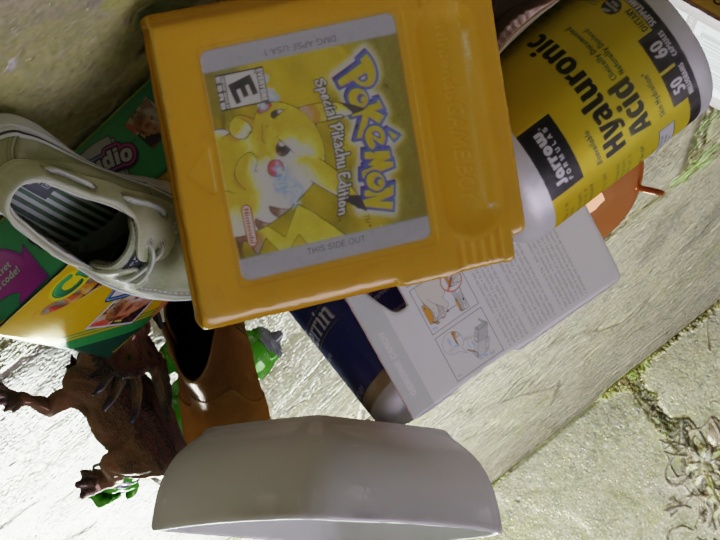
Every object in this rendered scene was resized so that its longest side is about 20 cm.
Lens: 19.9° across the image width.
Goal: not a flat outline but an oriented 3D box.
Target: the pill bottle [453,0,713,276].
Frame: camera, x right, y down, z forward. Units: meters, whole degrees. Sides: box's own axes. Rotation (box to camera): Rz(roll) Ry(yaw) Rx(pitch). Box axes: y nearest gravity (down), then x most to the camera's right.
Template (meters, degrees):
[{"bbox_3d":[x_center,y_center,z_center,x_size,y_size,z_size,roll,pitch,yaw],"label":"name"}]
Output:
[{"bbox_3d":[0.109,-0.087,1.258,0.200,0.111,0.111,-38,165,-11],"label":"pill bottle"}]

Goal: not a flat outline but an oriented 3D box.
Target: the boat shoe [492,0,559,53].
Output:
[{"bbox_3d":[0.058,-0.149,1.233,0.200,0.072,0.072,-38,177,-11],"label":"boat shoe"}]

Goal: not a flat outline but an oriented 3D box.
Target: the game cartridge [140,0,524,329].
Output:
[{"bbox_3d":[-0.011,-0.073,1.153,0.198,0.178,0.032,-13,-169,-13],"label":"game cartridge"}]

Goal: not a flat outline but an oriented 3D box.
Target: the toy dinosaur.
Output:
[{"bbox_3d":[-0.160,0.100,1.436,0.135,0.201,0.086,-4,-139,39],"label":"toy dinosaur"}]

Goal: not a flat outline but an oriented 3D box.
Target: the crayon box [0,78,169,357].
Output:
[{"bbox_3d":[-0.135,-0.036,1.273,0.200,0.058,0.172,-43,165,8],"label":"crayon box"}]

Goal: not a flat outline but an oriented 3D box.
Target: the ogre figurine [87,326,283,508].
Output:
[{"bbox_3d":[-0.127,0.104,1.627,0.199,0.099,0.120,-18,167,-30],"label":"ogre figurine"}]

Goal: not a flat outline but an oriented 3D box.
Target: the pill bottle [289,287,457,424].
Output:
[{"bbox_3d":[0.000,0.000,1.432,0.115,0.200,0.116,-35,163,-12],"label":"pill bottle"}]

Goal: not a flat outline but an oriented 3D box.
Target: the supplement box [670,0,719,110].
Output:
[{"bbox_3d":[0.309,-0.239,1.575,0.201,0.103,0.131,-57,170,-19],"label":"supplement box"}]

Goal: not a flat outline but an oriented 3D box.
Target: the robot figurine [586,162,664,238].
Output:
[{"bbox_3d":[0.121,-0.093,1.449,0.143,0.200,0.117,-8,136,-45],"label":"robot figurine"}]

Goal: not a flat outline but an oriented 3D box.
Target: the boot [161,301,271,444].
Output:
[{"bbox_3d":[-0.108,0.089,1.474,0.070,0.203,0.144,-8,174,5],"label":"boot"}]

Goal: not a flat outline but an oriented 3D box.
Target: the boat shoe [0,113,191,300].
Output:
[{"bbox_3d":[-0.142,-0.020,1.144,0.072,0.062,0.199,-48,137,15],"label":"boat shoe"}]

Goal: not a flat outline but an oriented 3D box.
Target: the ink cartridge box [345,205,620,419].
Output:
[{"bbox_3d":[0.053,-0.033,1.328,0.173,0.201,0.044,-33,-162,-12],"label":"ink cartridge box"}]

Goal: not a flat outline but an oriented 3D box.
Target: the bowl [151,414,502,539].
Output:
[{"bbox_3d":[-0.023,0.145,1.410,0.199,0.075,0.199,10,167,-40],"label":"bowl"}]
